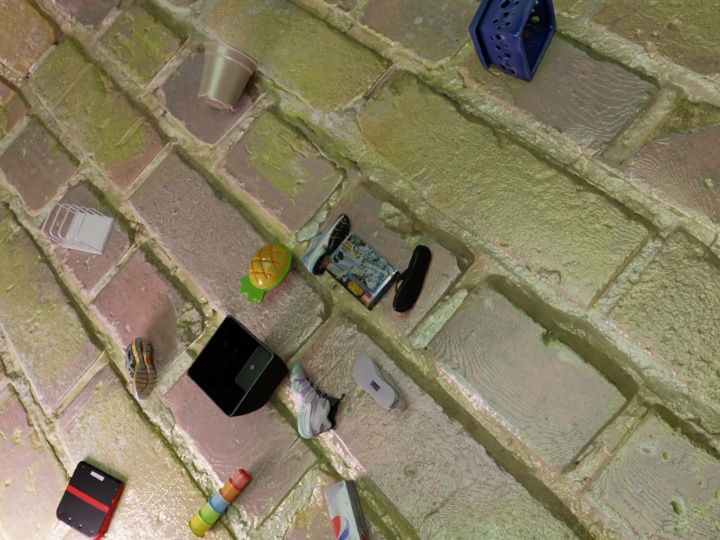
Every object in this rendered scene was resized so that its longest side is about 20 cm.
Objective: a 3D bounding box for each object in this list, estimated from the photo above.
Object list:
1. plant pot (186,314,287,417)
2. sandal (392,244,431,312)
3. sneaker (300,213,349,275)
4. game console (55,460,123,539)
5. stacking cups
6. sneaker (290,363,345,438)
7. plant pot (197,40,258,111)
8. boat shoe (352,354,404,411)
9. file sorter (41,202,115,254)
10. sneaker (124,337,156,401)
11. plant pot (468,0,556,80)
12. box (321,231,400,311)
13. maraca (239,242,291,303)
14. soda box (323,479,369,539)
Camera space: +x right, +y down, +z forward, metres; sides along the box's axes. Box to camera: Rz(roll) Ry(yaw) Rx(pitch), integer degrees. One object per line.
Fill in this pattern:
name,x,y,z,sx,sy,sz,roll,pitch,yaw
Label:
plant pot,-0.319,0.278,1.611,0.198,0.177,0.201,34,85,29
sandal,0.136,0.025,1.589,0.048,0.075,0.203,5,63,50
sneaker,-0.110,-0.091,1.720,0.086,0.078,0.201,32,85,32
game console,-0.818,0.693,1.751,0.197,0.031,0.179,13,72,25
stacking cups,-0.383,0.625,1.574,0.060,0.060,0.201,38,88,29
sneaker,-0.108,0.338,1.566,0.138,0.078,0.203,-18,75,14
plant pot,-0.481,-0.670,2.035,0.198,0.200,0.186,19,90,27
boat shoe,0.050,0.295,1.517,0.072,0.065,0.200,-54,40,0
file sorter,-1.020,-0.158,2.091,0.197,0.125,0.141,9,74,25
sneaker,-0.695,0.315,1.818,0.077,0.078,0.203,-29,59,25
plant pot,0.428,-0.693,1.657,0.178,0.200,0.202,21,80,33
box,0.000,0.000,1.661,0.137,0.040,0.200,-48,61,-1
maraca,-0.285,0.006,1.737,0.137,0.107,0.201,37,88,36
soda box,-0.028,0.625,1.426,0.063,0.068,0.202,-24,64,12
